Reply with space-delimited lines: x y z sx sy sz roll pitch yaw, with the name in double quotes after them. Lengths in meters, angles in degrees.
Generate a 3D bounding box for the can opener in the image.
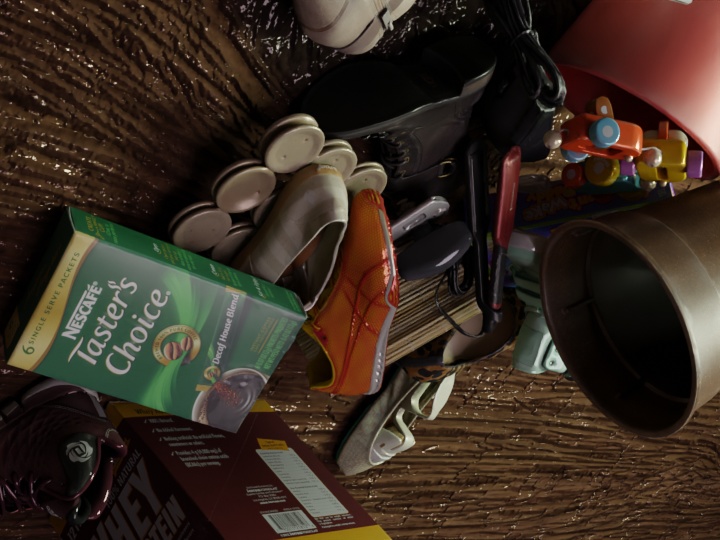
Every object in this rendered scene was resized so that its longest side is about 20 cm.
0.000 0.000 1.131 0.199 0.067 0.053 -30 160 7 "can opener"

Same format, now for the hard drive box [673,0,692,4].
0.232 -0.335 1.009 0.076 0.156 0.201 -2 125 -48 "hard drive box"

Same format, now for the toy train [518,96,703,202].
0.208 -0.107 1.115 0.200 0.149 0.056 147 -50 -76 "toy train"

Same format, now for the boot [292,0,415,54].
0.020 -0.253 0.938 0.200 0.070 0.146 -47 154 1 "boot"

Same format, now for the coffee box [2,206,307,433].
-0.155 0.042 0.980 0.199 0.044 0.123 23 110 -29 "coffee box"

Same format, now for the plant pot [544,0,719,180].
0.289 -0.210 1.194 0.178 0.200 0.200 -58 147 -3 "plant pot"

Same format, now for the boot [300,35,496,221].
0.032 -0.100 1.105 0.199 0.069 0.175 -20 147 -25 "boot"

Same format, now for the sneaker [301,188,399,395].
-0.010 0.026 1.076 0.076 0.073 0.202 1 121 -11 "sneaker"

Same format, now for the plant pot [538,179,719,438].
0.296 0.017 1.151 0.197 0.200 0.201 -23 140 -24 "plant pot"

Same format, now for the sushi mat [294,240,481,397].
0.024 0.035 1.208 0.199 0.096 0.012 -28 158 -29 "sushi mat"

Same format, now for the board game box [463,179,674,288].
0.216 -0.040 1.290 0.198 0.045 0.135 -11 151 17 "board game box"

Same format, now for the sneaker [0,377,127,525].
-0.266 0.166 0.982 0.199 0.115 0.076 -35 145 -20 "sneaker"

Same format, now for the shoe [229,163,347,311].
-0.062 0.002 1.040 0.069 0.054 0.201 -7 143 -35 "shoe"

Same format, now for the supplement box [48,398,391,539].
-0.123 0.226 1.134 0.196 0.200 0.133 6 120 -52 "supplement box"

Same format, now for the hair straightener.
0.101 -0.026 1.172 0.041 0.076 0.202 -42 140 -47 "hair straightener"

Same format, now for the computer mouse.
0.129 -0.158 1.128 0.052 0.139 0.200 -20 157 -2 "computer mouse"

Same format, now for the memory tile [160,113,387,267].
-0.082 -0.038 1.033 0.200 0.017 0.153 -39 150 17 "memory tile"

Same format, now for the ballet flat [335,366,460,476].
0.044 0.152 1.379 0.067 0.062 0.201 13 114 -54 "ballet flat"

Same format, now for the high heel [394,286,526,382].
0.124 0.064 1.277 0.198 0.142 0.072 -16 98 -15 "high heel"

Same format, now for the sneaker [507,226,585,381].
0.174 0.038 1.246 0.200 0.073 0.119 34 81 -49 "sneaker"
